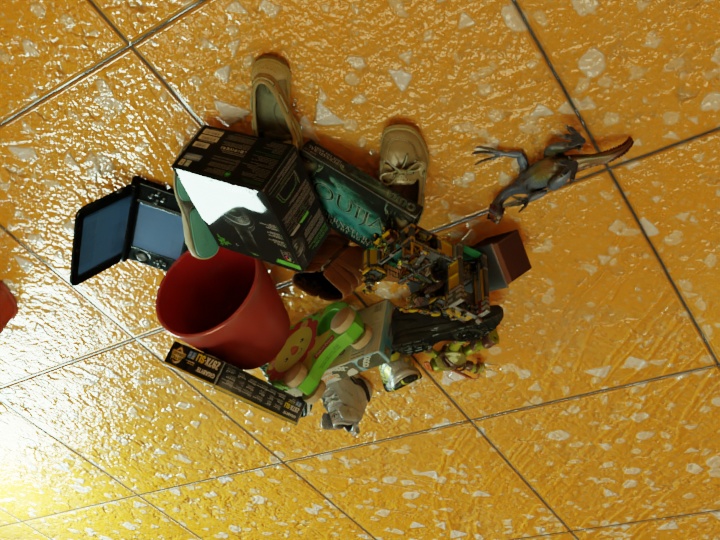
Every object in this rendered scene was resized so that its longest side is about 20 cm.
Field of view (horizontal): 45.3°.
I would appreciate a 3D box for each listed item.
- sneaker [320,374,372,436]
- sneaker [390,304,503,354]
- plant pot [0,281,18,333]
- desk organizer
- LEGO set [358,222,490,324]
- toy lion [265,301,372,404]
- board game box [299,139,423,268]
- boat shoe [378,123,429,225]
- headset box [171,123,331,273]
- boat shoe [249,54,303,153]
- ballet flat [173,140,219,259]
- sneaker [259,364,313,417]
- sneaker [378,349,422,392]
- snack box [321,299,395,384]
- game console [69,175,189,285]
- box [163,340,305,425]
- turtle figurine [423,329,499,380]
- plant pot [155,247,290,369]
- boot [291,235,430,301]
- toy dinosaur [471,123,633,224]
[{"bbox_3d":[-0.057,0.233,1.665,0.075,0.116,0.200,-27,125,35],"label":"sneaker"},{"bbox_3d":[0.142,0.078,1.463,0.198,0.092,0.076,-12,155,8],"label":"sneaker"},{"bbox_3d":[-0.791,0.117,1.648,0.199,0.196,0.202,6,138,6],"label":"plant pot"},{"bbox_3d":[0.167,-0.003,1.381,0.199,0.077,0.072,-15,100,48],"label":"desk organizer"},{"bbox_3d":[0.096,0.028,1.264,0.199,0.117,0.153,29,138,-35],"label":"LEGO set"},{"bbox_3d":[-0.087,0.135,1.541,0.069,0.192,0.200,41,91,-25],"label":"toy lion"},{"bbox_3d":[-0.010,-0.098,1.295,0.199,0.028,0.136,31,147,9],"label":"board game box"},{"bbox_3d":[0.066,-0.126,1.281,0.073,0.063,0.201,1,137,12],"label":"boat shoe"},{"bbox_3d":[-0.156,-0.102,1.287,0.173,0.093,0.201,17,150,28],"label":"headset box"},{"bbox_3d":[-0.124,-0.207,1.235,0.072,0.063,0.202,7,138,5],"label":"boat shoe"},{"bbox_3d":[-0.260,-0.115,1.358,0.069,0.070,0.202,5,117,8],"label":"ballet flat"},{"bbox_3d":[-0.150,0.211,1.685,0.075,0.088,0.200,-20,128,33],"label":"sneaker"},{"bbox_3d":[0.068,0.176,1.583,0.075,0.077,0.200,-25,172,-8],"label":"sneaker"},{"bbox_3d":[-0.026,0.136,1.551,0.199,0.117,0.037,-24,128,34],"label":"snack box"},{"bbox_3d":[-0.373,-0.045,1.433,0.174,0.117,0.201,19,138,-8],"label":"game console"},{"bbox_3d":[-0.213,0.191,1.466,0.159,0.050,0.200,15,165,46],"label":"box"},{"bbox_3d":[0.162,0.143,1.553,0.199,0.065,0.161,28,136,-17],"label":"turtle figurine"},{"bbox_3d":[-0.221,0.069,1.483,0.199,0.202,0.178,-9,145,22],"label":"plant pot"},{"bbox_3d":[0.000,0.000,1.349,0.198,0.155,0.077,16,116,12],"label":"boot"},{"bbox_3d":[0.259,-0.120,1.231,0.198,0.106,0.182,6,160,-12],"label":"toy dinosaur"}]
